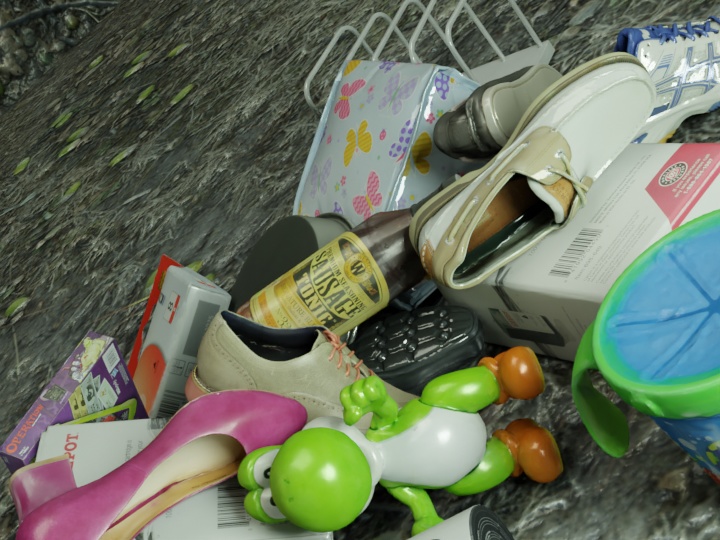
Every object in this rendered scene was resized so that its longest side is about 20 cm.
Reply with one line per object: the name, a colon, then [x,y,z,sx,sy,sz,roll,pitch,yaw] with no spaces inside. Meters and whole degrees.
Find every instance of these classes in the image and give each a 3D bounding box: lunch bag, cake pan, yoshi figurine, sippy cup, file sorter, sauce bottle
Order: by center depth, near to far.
sippy cup: [0.211,0.056,0.675,0.140,0.131,0.177,-47,26,-15]
yoshi figurine: [0.024,0.116,0.789,0.198,0.112,0.113,-16,53,-8]
sauce bottle: [0.000,0.000,0.947,0.199,0.066,0.066,-37,25,15]
cake pan: [-0.065,0.042,1.076,0.200,0.036,0.202,-39,41,45]
lunch bag: [0.032,-0.072,1.125,0.169,0.126,0.202,16,84,59]
file sorter: [0.065,-0.197,1.285,0.199,0.125,0.139,-14,36,41]

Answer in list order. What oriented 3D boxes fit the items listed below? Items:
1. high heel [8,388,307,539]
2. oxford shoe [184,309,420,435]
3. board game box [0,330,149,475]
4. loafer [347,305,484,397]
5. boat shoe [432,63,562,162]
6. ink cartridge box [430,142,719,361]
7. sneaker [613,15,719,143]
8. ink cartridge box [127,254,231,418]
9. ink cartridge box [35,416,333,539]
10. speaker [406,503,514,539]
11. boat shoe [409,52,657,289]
high heel: [-0.114,0.137,0.794,0.198,0.068,0.096,-11,40,-22]
oxford shoe: [-0.017,0.082,0.879,0.071,0.198,0.075,-93,19,-64]
board game box: [-0.207,0.156,1.010,0.032,0.201,0.121,12,50,21]
loafer: [0.009,0.088,0.962,0.199,0.071,0.068,-27,32,20]
boat shoe: [0.119,-0.124,1.023,0.057,0.067,0.200,-15,2,30]
ink cartridge box: [0.164,-0.014,0.904,0.146,0.085,0.199,-48,28,-18]
sneaker: [0.252,-0.168,1.030,0.199,0.088,0.075,-37,24,2]
ink cartridge box: [-0.195,0.072,1.202,0.200,0.050,0.164,24,97,59]
ink cartridge box: [-0.120,0.172,0.880,0.198,0.084,0.145,-4,29,-4]
speaker: [0.002,0.216,0.756,0.199,0.081,0.081,-30,27,19]
boat shoe: [0.124,-0.060,0.862,0.200,0.075,0.069,-43,30,10]
